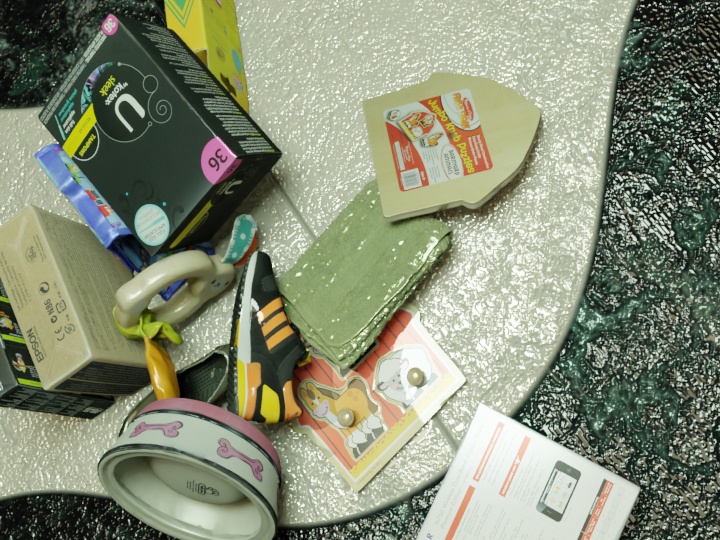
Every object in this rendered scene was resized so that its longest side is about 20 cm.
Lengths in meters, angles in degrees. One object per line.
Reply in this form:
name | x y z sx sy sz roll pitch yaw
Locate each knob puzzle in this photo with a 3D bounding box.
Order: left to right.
knob puzzle | -0.007 0.111 0.883 0.214 0.030 0.226 -4 76 15
knob puzzle | 0.110 -0.148 0.896 0.214 0.031 0.224 -7 57 10

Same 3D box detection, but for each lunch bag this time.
lunch bag | -0.281 -0.068 0.910 0.094 0.200 0.151 -42 70 1

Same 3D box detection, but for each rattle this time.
rattle | -0.167 0.040 0.883 0.197 0.132 0.143 -24 51 -31

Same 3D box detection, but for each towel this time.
towel | 0.000 0.000 0.888 0.148 0.036 0.201 38 87 35

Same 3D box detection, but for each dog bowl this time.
dog bowl | -0.171 0.214 0.826 0.195 0.203 0.075 4 45 16

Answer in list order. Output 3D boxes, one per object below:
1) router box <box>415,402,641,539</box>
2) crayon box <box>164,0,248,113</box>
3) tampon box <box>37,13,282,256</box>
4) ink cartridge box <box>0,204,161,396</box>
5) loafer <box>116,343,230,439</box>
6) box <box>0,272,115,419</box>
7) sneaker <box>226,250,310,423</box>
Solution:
router box | 0.159 0.266 0.790 0.177 0.049 0.203 26 85 19
crayon box | -0.195 -0.302 0.981 0.050 0.127 0.205 -14 73 11
tampon box | -0.216 -0.146 0.854 0.150 0.126 0.201 -44 84 19
ink cartridge box | -0.325 0.041 0.915 0.074 0.165 0.203 -33 70 8
loafer | -0.212 0.148 0.909 0.199 0.070 0.076 -40 70 3
box | -0.385 0.072 0.907 0.047 0.200 0.196 -29 72 4
sneaker | -0.098 0.075 0.869 0.088 0.070 0.204 10 56 -15
